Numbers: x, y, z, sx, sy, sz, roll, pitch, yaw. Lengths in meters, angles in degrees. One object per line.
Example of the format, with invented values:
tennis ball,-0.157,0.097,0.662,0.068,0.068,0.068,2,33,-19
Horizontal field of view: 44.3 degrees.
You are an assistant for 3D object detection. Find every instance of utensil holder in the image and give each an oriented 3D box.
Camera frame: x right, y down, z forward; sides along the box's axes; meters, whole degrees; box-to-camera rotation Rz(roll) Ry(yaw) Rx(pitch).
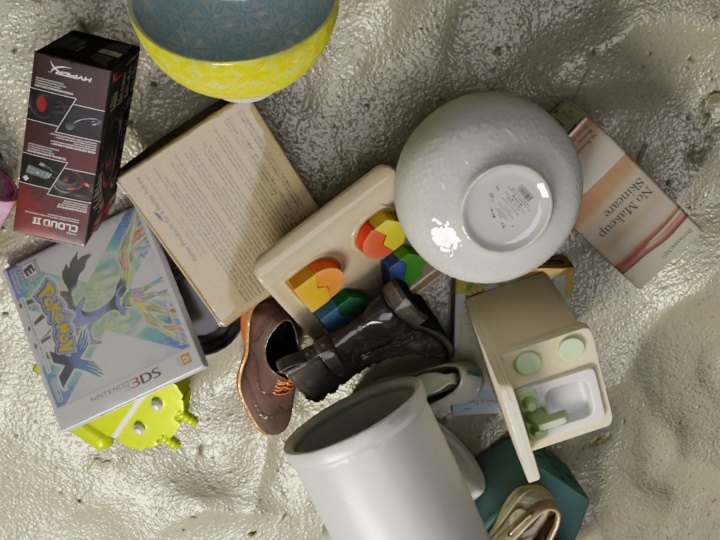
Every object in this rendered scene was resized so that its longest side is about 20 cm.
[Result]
utensil holder,0.032,0.245,0.974,0.169,0.170,0.201,-25,96,6

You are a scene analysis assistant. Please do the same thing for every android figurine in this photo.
android figurine,-0.288,0.142,1.057,0.200,0.041,0.182,37,116,-9

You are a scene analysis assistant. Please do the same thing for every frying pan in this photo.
frying pan,-0.189,0.008,1.029,0.114,0.031,0.191,1,103,-11

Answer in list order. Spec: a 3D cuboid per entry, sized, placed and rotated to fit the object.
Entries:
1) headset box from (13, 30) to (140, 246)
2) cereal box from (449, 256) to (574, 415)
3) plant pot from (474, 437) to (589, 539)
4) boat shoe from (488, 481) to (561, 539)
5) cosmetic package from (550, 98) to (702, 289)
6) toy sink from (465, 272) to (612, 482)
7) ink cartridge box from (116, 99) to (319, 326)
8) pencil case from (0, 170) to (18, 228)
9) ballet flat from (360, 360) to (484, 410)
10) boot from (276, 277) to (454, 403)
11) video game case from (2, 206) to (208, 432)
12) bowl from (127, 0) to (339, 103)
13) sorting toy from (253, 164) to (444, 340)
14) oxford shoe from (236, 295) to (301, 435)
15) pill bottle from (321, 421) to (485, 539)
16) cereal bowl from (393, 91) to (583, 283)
headset box,-0.288,-0.128,0.899,0.075,0.149,0.201,12,112,-8
cereal box,0.182,0.083,1.089,0.143,0.040,0.201,-2,114,-3
plant pot,0.189,0.327,1.144,0.141,0.141,0.200,35,101,-18
boat shoe,0.174,0.349,1.044,0.072,0.065,0.201,26,98,-16
cosmetic package,0.274,-0.085,0.999,0.200,0.087,0.103,38,104,-18
toy sink,0.200,0.111,0.972,0.112,0.200,0.131,-19,113,5
ink cartridge box,-0.141,-0.069,0.963,0.164,0.075,0.200,-33,112,-3
pencil case,-0.449,-0.023,0.967,0.087,0.088,0.200,29,109,-16
ballet flat,0.051,0.151,1.073,0.199,0.070,0.070,-21,114,21
boot,0.006,0.095,1.025,0.174,0.069,0.200,-36,145,7
video game case,-0.288,0.053,0.992,0.182,0.022,0.201,-25,81,6
bowl,-0.118,-0.231,0.871,0.199,0.201,0.108,-4,144,-3
sorting toy,0.000,0.000,0.983,0.185,0.037,0.200,-37,140,-1
oxford shoe,-0.105,0.125,1.052,0.071,0.073,0.201,-17,123,-25
pill bottle,0.050,0.294,1.125,0.120,0.120,0.200,41,104,-19
cereal bowl,0.135,-0.074,0.895,0.199,0.083,0.201,-3,113,-7
